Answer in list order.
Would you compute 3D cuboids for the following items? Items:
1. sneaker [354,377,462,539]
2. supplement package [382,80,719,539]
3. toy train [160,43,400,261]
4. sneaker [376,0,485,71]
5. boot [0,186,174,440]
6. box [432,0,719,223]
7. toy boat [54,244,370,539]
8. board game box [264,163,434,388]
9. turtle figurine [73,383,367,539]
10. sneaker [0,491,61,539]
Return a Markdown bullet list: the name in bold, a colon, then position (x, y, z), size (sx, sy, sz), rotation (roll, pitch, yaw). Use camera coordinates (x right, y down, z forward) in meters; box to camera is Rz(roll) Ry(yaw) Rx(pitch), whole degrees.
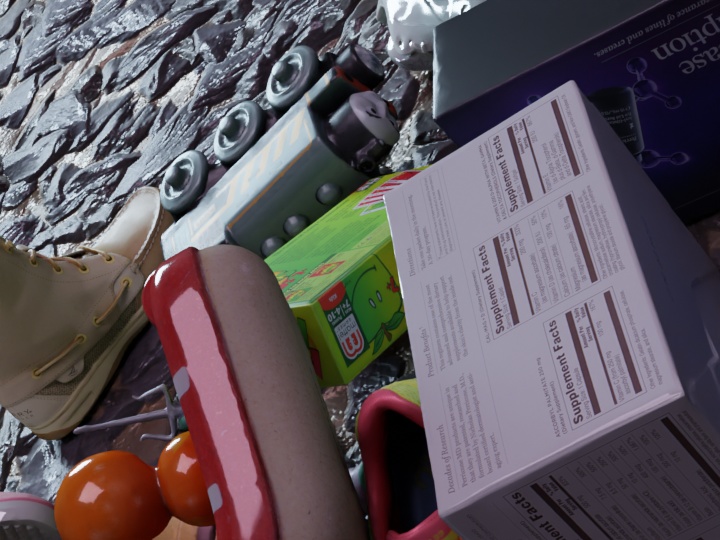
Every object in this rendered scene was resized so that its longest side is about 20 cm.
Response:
- **sneaker**: position (0.042, 0.137, 0.702), size (0.078, 0.090, 0.200), rotation (-29, 68, 16)
- **supplement package**: position (0.106, 0.048, 0.707), size (0.111, 0.156, 0.200), rotation (-30, 39, 19)
- **toy train**: position (-0.053, -0.057, 1.031), size (0.200, 0.085, 0.114), rotation (-42, 41, 21)
- **sneaker**: position (0.072, -0.160, 1.037), size (0.100, 0.075, 0.200), rotation (-63, 34, 18)
- **boot**: position (-0.217, -0.005, 1.091), size (0.073, 0.155, 0.200), rotation (6, 60, 48)
- **box**: position (0.157, -0.100, 0.811), size (0.200, 0.141, 0.079), rotation (-25, 43, 28)
- **toy boat**: position (-0.073, 0.096, 0.711), size (0.130, 0.131, 0.200), rotation (-20, 67, 0)
- **board game box**: position (0.000, 0.000, 0.879), size (0.101, 0.048, 0.200), rotation (-11, 19, 40)
- **turtle figurine**: position (-0.081, 0.137, 0.863), size (0.200, 0.101, 0.150), rotation (-2, 71, 25)
- **sneaker**: position (-0.270, 0.157, 1.058), size (0.200, 0.075, 0.105), rotation (-24, 46, 35)
